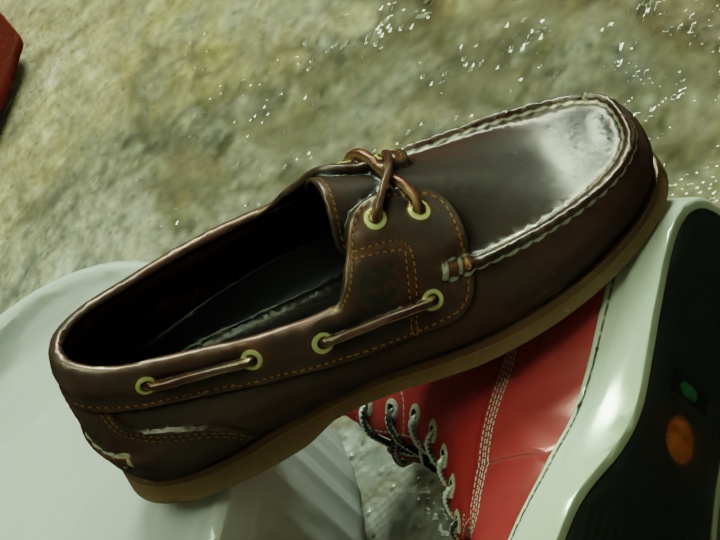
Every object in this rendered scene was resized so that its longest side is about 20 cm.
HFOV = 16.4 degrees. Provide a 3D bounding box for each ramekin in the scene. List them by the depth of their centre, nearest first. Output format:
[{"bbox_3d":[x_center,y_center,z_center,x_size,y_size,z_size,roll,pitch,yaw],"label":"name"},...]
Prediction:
[{"bbox_3d":[-0.086,0.105,0.873,0.202,0.094,0.203,-25,47,31],"label":"ramekin"}]

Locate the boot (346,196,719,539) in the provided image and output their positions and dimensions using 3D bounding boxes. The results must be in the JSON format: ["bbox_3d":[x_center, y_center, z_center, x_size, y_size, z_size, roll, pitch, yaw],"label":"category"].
[{"bbox_3d":[0.039,0.074,0.792,0.144,0.072,0.201,-12,46,40],"label":"boot"}]

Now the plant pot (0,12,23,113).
[{"bbox_3d":[-0.278,-0.094,1.151,0.199,0.200,0.177,18,65,50],"label":"plant pot"}]

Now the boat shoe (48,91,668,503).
[{"bbox_3d":[0.000,0.000,0.766,0.199,0.070,0.070,-31,41,-2],"label":"boat shoe"}]
